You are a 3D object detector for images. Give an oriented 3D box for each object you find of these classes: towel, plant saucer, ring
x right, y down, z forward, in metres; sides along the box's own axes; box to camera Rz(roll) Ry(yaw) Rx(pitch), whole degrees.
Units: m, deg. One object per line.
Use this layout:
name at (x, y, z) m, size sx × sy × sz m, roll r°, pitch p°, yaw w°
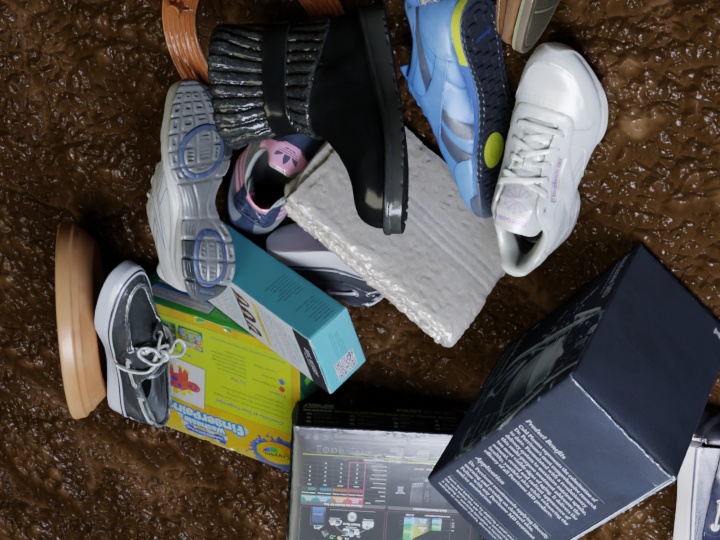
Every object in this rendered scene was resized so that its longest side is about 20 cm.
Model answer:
towel at (0.038, -0.041, 1.202) m, size 0.200 × 0.133 × 0.034 m, roll 42°, pitch 155°, yaw -4°
plant saucer at (-0.283, 0.050, 1.429) m, size 0.037 × 0.201 × 0.202 m, roll -3°, pitch 127°, yaw -7°
ring at (-0.095, -0.202, 1.241) m, size 0.198 × 0.019 × 0.202 m, roll 15°, pitch 128°, yaw 19°

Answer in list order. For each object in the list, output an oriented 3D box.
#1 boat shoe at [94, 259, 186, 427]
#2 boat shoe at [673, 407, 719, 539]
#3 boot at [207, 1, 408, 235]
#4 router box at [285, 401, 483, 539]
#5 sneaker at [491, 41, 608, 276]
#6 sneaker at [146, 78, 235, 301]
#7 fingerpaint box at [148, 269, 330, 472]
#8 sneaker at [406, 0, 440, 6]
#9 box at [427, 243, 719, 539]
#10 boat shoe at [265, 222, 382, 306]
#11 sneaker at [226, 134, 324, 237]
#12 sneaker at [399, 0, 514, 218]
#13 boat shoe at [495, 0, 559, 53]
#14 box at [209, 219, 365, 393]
boat shoe at (-0.215, 0.079, 1.374) m, size 0.068 × 0.074 × 0.201 m, roll 25°, pitch 131°, yaw 21°
boat shoe at (0.338, 0.223, 1.257) m, size 0.092 × 0.075 × 0.202 m, roll 13°, pitch 127°, yaw 31°
boot at (-0.042, -0.117, 1.141) m, size 0.156 × 0.214 × 0.080 m, roll -9°, pitch 154°, yaw 4°
router box at (0.027, 0.213, 1.364) m, size 0.197 × 0.062 × 0.152 m, roll 4°, pitch 107°, yaw -2°
sneaker at (0.150, -0.084, 1.132) m, size 0.074 × 0.100 × 0.202 m, roll 16°, pitch 127°, yaw 21°
sneaker at (-0.167, -0.075, 1.283) m, size 0.087 × 0.074 × 0.203 m, roll 6°, pitch 97°, yaw 47°
fingerpaint box at (-0.130, 0.100, 1.439) m, size 0.198 × 0.073 × 0.169 m, roll 17°, pitch 128°, yaw 22°
sneaker at (0.022, -0.290, 1.059) m, size 0.084 × 0.077 × 0.202 m, roll -23°, pitch 104°, yaw 25°
box at (0.188, 0.117, 1.184) m, size 0.124 × 0.200 × 0.196 m, roll 44°, pitch 132°, yaw -5°
boat shoe at (0.000, 0.000, 1.295) m, size 0.198 × 0.072 × 0.068 m, roll 3°, pitch 127°, yaw 34°
sneaker at (-0.091, -0.076, 1.271) m, size 0.070 × 0.083 × 0.200 m, roll 28°, pitch 144°, yaw -3°
sneaker at (0.080, -0.140, 1.161) m, size 0.078 × 0.066 × 0.202 m, roll 11°, pitch 127°, yaw 36°
boat shoe at (0.127, -0.266, 1.042) m, size 0.067 × 0.072 × 0.202 m, roll 23°, pitch 122°, yaw 19°
box at (-0.085, 0.029, 1.317) m, size 0.199 × 0.049 × 0.083 m, roll 34°, pitch 155°, yaw 36°
